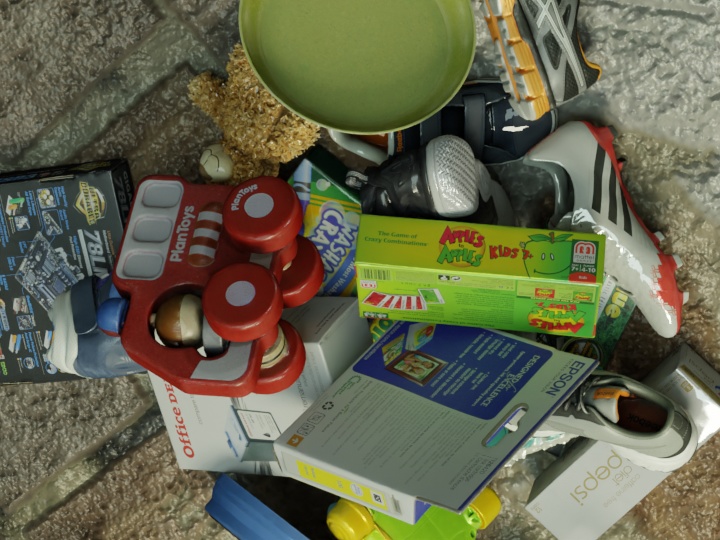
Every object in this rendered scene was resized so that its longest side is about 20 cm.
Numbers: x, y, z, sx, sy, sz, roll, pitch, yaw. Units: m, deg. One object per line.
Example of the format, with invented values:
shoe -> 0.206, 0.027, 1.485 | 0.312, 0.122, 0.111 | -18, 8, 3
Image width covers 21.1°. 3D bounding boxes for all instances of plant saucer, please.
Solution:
plant saucer -> -0.004, -0.199, 1.607 | 0.200, 0.200, 0.031 | 30, 157, 3

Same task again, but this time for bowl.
bowl -> -0.059, 0.259, 1.753 | 0.200, 0.201, 0.039 | 38, 82, -1

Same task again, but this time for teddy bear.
teddy bear -> -0.089, -0.143, 1.670 | 0.145, 0.067, 0.200 | 48, 116, 20

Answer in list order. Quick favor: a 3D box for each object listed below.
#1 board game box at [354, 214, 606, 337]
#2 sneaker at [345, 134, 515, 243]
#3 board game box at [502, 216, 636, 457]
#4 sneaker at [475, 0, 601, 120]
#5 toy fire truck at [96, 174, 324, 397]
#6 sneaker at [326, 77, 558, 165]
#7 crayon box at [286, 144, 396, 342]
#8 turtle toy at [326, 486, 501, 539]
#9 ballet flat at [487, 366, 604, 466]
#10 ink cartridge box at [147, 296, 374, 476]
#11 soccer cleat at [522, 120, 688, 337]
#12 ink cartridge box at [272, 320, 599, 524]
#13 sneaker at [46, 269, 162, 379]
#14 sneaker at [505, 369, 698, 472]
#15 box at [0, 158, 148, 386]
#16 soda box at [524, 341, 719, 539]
board game box -> 0.098, 0.005, 1.590 | 0.199, 0.048, 0.102 | 5, 154, 5
sneaker -> 0.060, -0.045, 1.641 | 0.113, 0.076, 0.200 | -8, 149, 21
board game box -> 0.172, 0.061, 1.714 | 0.104, 0.023, 0.201 | 27, 113, 5
sneaker -> 0.140, -0.229, 1.600 | 0.077, 0.078, 0.201 | -18, 99, -10
toy fire truck -> -0.129, 0.012, 1.604 | 0.167, 0.201, 0.112 | 3, 149, 15
sneaker -> 0.066, -0.121, 1.648 | 0.199, 0.079, 0.079 | 1, 108, 13
crayon box -> 0.000, 0.000, 1.722 | 0.200, 0.052, 0.126 | 37, 114, -1
turtle toy -> 0.050, 0.241, 1.758 | 0.200, 0.146, 0.101 | 52, 152, -6
ballet flat -> 0.131, 0.137, 1.701 | 0.199, 0.072, 0.072 | -21, 104, -4
ink cartridge box -> -0.082, 0.103, 1.726 | 0.199, 0.086, 0.147 | -1, 118, 31
soccer cleat -> 0.205, -0.029, 1.624 | 0.085, 0.069, 0.201 | -24, 89, -16
ink cartridge box -> 0.064, 0.121, 1.582 | 0.200, 0.198, 0.047 | 19, 138, 37
sneaker -> -0.209, 0.008, 1.715 | 0.146, 0.201, 0.081 | -3, 140, 23
sneaker -> 0.187, 0.108, 1.628 | 0.199, 0.079, 0.074 | 14, 71, 19
box -> -0.294, 0.006, 1.802 | 0.198, 0.050, 0.201 | -7, 107, 15
soda box -> 0.239, 0.159, 1.709 | 0.068, 0.064, 0.200 | 43, 113, -3
